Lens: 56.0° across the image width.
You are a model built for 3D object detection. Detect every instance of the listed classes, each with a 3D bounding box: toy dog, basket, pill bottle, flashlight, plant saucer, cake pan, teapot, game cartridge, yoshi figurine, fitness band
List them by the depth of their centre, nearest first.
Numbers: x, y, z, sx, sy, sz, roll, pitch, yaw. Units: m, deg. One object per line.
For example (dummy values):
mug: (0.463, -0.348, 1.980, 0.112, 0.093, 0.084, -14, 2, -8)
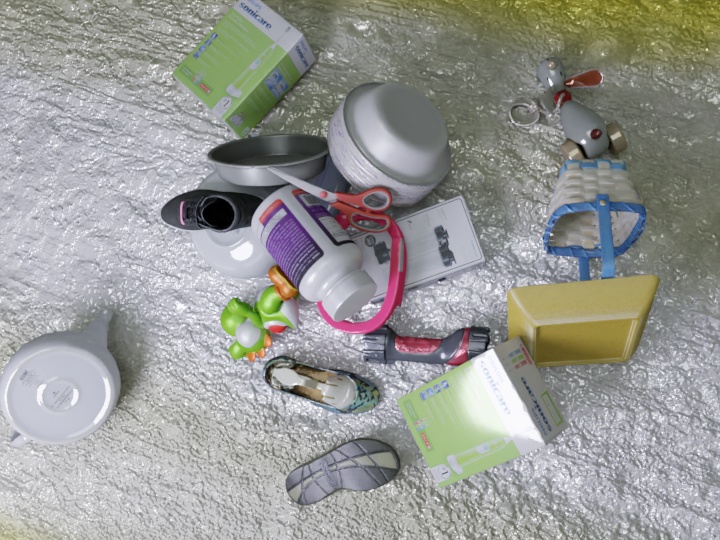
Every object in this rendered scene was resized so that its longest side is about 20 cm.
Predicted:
plant saucer: (0.313, 0.085, 0.966, 0.199, 0.200, 0.049, -6, 56, 10)
basket: (0.343, -0.054, 0.998, 0.138, 0.176, 0.201, 4, 71, 8)
pill bottle: (-0.066, -0.025, 1.018, 0.111, 0.111, 0.200, -41, 69, 2)
fitness band: (0.000, 0.000, 1.068, 0.143, 0.037, 0.201, 4, 84, 23)
toy dog: (0.337, -0.254, 1.072, 0.132, 0.096, 0.200, -46, 76, 1)
flashlight: (0.104, 0.115, 1.075, 0.199, 0.068, 0.068, 5, 55, 13)
cake pan: (-0.143, -0.178, 1.084, 0.199, 0.200, 0.037, 3, 115, 11)
yoshi figurine: (-0.169, 0.058, 1.109, 0.112, 0.112, 0.200, 26, 120, -26)
teapot: (-0.505, 0.188, 1.145, 0.199, 0.146, 0.199, -11, 105, -19)
game cartridge: (-0.122, -0.149, 1.178, 0.199, 0.042, 0.134, 19, 81, 13)

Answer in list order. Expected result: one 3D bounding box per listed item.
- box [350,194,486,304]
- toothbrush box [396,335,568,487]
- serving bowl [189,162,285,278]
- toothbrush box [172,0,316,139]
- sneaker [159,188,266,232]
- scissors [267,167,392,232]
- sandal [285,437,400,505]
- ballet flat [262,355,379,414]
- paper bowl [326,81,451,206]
box: (0.093, -0.031, 1.102, 0.199, 0.060, 0.117, -21, 77, 8)
toothbrush box: (0.172, 0.208, 0.988, 0.200, 0.086, 0.146, -38, 74, 38)
serving bowl: (-0.211, -0.083, 1.143, 0.199, 0.066, 0.201, 2, 95, 19)
toothbrush box: (-0.202, -0.359, 1.190, 0.146, 0.086, 0.200, 41, 90, 18)
sneaker: (-0.251, -0.095, 1.069, 0.199, 0.099, 0.071, 1, 96, 20)
scissors: (-0.046, -0.103, 1.011, 0.199, 0.014, 0.074, 10, 117, -10)
sandal: (-0.029, 0.314, 1.076, 0.200, 0.057, 0.080, -22, 83, 22)
ballet flat: (-0.069, 0.188, 1.095, 0.199, 0.074, 0.075, 11, 83, 12)
paper bowl: (0.055, -0.210, 1.064, 0.200, 0.104, 0.202, 15, 56, -23)
